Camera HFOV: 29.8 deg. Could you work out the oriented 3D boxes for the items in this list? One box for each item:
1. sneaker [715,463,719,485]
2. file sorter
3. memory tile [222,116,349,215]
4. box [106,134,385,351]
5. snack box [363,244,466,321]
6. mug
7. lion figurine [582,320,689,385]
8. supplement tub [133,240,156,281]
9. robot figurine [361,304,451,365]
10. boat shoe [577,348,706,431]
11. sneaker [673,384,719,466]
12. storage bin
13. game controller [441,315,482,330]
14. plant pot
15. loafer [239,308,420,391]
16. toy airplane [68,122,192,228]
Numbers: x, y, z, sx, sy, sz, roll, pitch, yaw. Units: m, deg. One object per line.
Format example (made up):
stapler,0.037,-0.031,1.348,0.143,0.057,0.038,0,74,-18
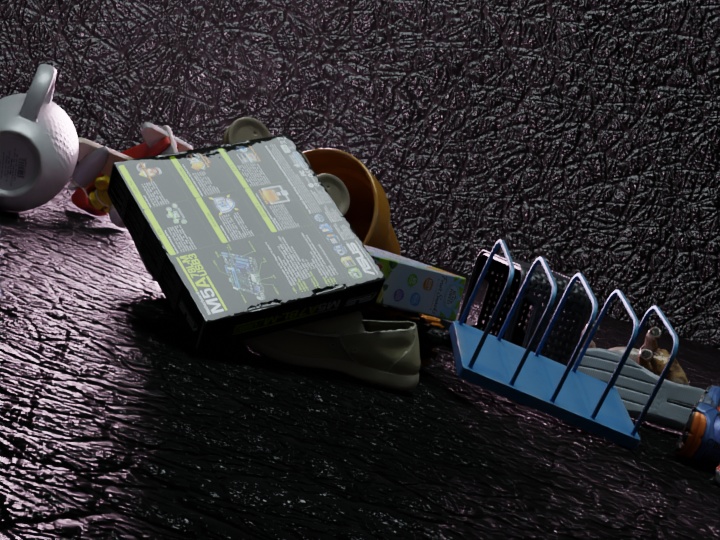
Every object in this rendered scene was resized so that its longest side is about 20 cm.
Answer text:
sneaker,0.400,0.185,1.236,0.076,0.083,0.200,15,5,-27
file sorter,0.210,0.071,1.396,0.198,0.124,0.139,23,17,-7
memory tile,-0.101,-0.040,1.325,0.153,0.201,0.017,33,-28,-18
box,-0.105,-0.032,1.236,0.192,0.048,0.201,-15,55,-31
snack box,0.000,0.000,1.449,0.141,0.054,0.200,12,4,-30
mug,-0.445,-0.176,1.786,0.146,0.202,0.175,21,9,-11
lion figurine,0.352,0.128,1.851,0.198,0.073,0.123,11,-32,18
supplement tub,-0.157,-0.032,1.436,0.139,0.142,0.200,14,5,-28
robot figurine,0.004,0.059,1.462,0.199,0.059,0.145,13,6,-37
boat shoe,0.334,0.153,1.613,0.198,0.073,0.062,21,-20,12
sneaker,0.391,0.179,1.459,0.078,0.076,0.200,27,15,17
storage bin,0.195,0.061,1.664,0.093,0.137,0.200,15,4,-11
game controller,0.121,0.081,1.860,0.104,0.042,0.199,33,-7,-41
plant pot,-0.032,-0.043,1.914,0.199,0.202,0.183,19,-11,30
loafer,-0.032,0.057,1.266,0.198,0.069,0.076,15,4,-20
toy airplane,-0.342,-0.132,2.032,0.198,0.143,0.200,3,-27,-6
